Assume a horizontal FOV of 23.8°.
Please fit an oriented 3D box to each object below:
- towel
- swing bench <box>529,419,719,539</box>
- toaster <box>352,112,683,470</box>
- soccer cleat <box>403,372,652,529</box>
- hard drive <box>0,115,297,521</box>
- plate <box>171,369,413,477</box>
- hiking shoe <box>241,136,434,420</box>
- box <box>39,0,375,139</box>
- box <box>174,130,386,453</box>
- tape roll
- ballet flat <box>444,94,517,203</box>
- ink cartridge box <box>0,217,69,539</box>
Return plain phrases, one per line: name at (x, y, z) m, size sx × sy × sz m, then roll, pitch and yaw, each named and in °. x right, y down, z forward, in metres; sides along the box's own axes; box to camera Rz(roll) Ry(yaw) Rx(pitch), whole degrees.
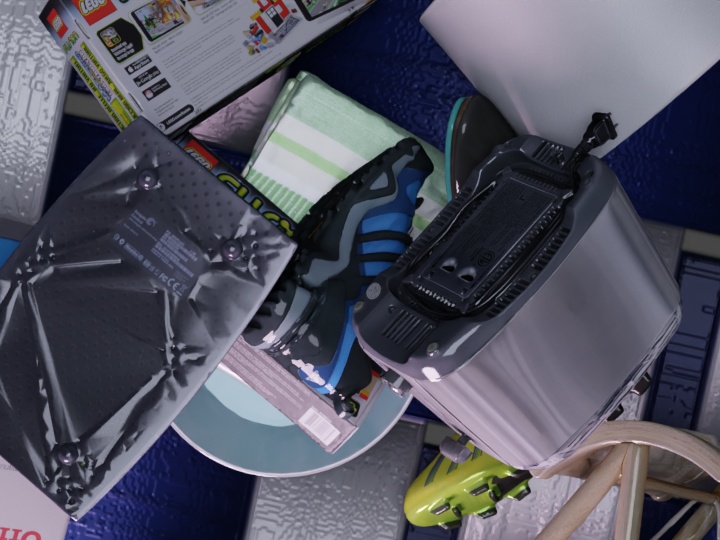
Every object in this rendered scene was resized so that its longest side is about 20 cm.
towel at (-0.028, -0.011, 1.134) m, size 0.152 × 0.023 × 0.201 m, roll 31°, pitch 90°, yaw -3°
swing bench at (0.178, 0.188, 1.064) m, size 0.129 × 0.198 × 0.201 m, roll 25°, pitch 92°, yaw 35°
toaster at (0.101, 0.017, 0.995) m, size 0.200 × 0.113 × 0.129 m, roll -48°, pitch 125°, yaw -12°
soccer cleat at (0.104, 0.096, 1.152) m, size 0.200 × 0.065 × 0.084 m, roll -39°, pitch 62°, yaw 6°
hard drive at (-0.141, 0.027, 0.983) m, size 0.135 × 0.042 × 0.200 m, roll 38°, pitch 87°, yaw 8°
plate at (-0.053, 0.039, 1.158) m, size 0.198 × 0.026 × 0.202 m, roll 0°, pitch 93°, yaw -1°
hiking shoe at (0.000, 0.000, 1.058) m, size 0.087 × 0.074 × 0.200 m, roll 46°, pitch 50°, yaw -13°
box at (-0.092, -0.168, 1.086) m, size 0.200 × 0.035 × 0.110 m, roll -37°, pitch 92°, yaw -32°
box at (-0.065, 0.011, 1.069) m, size 0.200 × 0.110 × 0.035 m, roll 40°, pitch 131°, yaw -4°
tape roll at (0.154, -0.171, 1.061) m, size 0.202 × 0.203 × 0.139 m, roll -42°, pitch 91°, yaw 2°
ballet flat at (0.091, -0.028, 1.090) m, size 0.068 × 0.201 × 0.068 m, roll 16°, pitch 50°, yaw 17°
ink cartridge box at (-0.257, 0.067, 1.076) m, size 0.146 × 0.144 × 0.202 m, roll 15°, pitch 93°, yaw -33°
